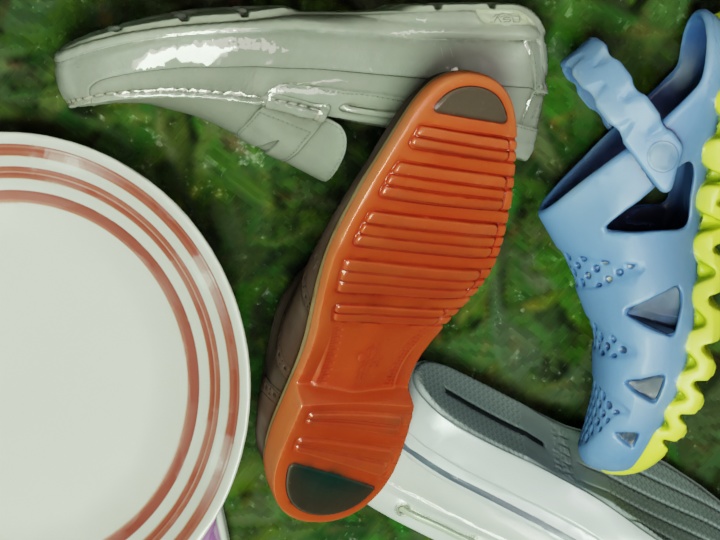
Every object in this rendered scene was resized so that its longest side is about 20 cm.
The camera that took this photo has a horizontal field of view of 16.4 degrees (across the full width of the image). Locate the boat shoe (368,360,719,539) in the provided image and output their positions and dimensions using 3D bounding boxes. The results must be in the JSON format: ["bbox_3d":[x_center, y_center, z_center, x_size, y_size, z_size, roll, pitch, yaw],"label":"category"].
[{"bbox_3d":[0.088,0.109,1.063,0.199,0.074,0.067,31,116,-8],"label":"boat shoe"}]

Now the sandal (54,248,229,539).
[{"bbox_3d":[-0.091,0.090,1.030,0.082,0.050,0.205,-1,104,-9],"label":"sandal"}]

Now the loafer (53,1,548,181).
[{"bbox_3d":[-0.021,-0.070,0.991,0.198,0.070,0.070,-2,96,-9],"label":"loafer"}]

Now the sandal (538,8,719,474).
[{"bbox_3d":[0.112,-0.017,1.027,0.086,0.079,0.202,10,94,-8],"label":"sandal"}]

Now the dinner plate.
[{"bbox_3d":[-0.140,0.045,1.002,0.198,0.024,0.202,0,92,8],"label":"dinner plate"}]

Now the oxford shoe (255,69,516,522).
[{"bbox_3d":[0.000,0.000,0.991,0.071,0.073,0.201,10,118,-29],"label":"oxford shoe"}]
